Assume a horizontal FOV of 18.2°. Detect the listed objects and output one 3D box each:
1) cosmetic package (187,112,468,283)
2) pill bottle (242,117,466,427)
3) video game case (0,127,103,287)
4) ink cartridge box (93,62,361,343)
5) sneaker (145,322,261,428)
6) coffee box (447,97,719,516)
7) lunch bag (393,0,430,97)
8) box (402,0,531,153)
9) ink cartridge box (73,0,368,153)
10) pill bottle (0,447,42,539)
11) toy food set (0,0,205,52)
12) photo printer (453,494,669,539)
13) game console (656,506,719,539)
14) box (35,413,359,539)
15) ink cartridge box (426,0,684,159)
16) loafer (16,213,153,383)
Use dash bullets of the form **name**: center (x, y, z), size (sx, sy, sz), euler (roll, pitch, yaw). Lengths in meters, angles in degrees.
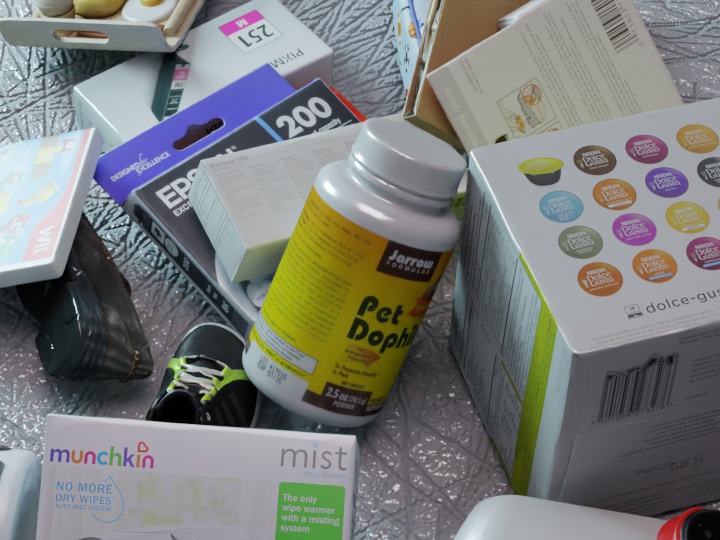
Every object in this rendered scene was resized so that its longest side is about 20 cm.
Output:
- **cosmetic package**: center (-0.020, -0.057, 1.657), size (0.199, 0.051, 0.083), euler (-15, 64, -28)
- **pill bottle**: center (0.000, 0.000, 1.566), size (0.108, 0.201, 0.109), euler (21, 19, -8)
- **video game case**: center (-0.296, -0.037, 1.673), size (0.198, 0.018, 0.144), euler (-9, 44, 20)
- **ink cartridge box**: center (-0.074, -0.064, 1.706), size (0.198, 0.044, 0.200), euler (-34, 69, -32)
- **sneaker**: center (-0.111, 0.102, 1.558), size (0.071, 0.083, 0.201), euler (7, 47, 3)
- **coffee box**: center (0.189, 0.031, 1.555), size (0.198, 0.201, 0.199), euler (-12, 49, -14)
- **lunch bag**: center (0.111, -0.192, 1.845), size (0.159, 0.076, 0.201), euler (-2, 49, -7)
- **box**: center (0.130, -0.148, 1.726), size (0.199, 0.021, 0.165), euler (26, 68, -30)
- **ink cartridge box**: center (-0.101, -0.124, 1.794), size (0.199, 0.044, 0.174), euler (-29, 53, -26)
- **pill bottle**: center (-0.315, 0.163, 1.473), size (0.198, 0.115, 0.115), euler (7, 47, 4)
- **toy food set**: center (-0.200, -0.250, 1.863), size (0.142, 0.061, 0.201), euler (3, 40, 17)
- **photo printer**: center (0.146, 0.231, 1.460), size (0.198, 0.070, 0.167), euler (10, 48, 6)
- **game console**: center (0.286, 0.236, 1.431), size (0.198, 0.031, 0.178), euler (7, 55, -29)
- **box**: center (-0.103, 0.188, 1.425), size (0.198, 0.097, 0.178), euler (5, 81, 2)
- **ink cartridge box**: center (0.159, -0.104, 1.699), size (0.175, 0.201, 0.045), euler (-31, 11, -14)
- **loafer**: center (-0.205, 0.016, 1.656), size (0.072, 0.073, 0.201), euler (19, 32, -31)
